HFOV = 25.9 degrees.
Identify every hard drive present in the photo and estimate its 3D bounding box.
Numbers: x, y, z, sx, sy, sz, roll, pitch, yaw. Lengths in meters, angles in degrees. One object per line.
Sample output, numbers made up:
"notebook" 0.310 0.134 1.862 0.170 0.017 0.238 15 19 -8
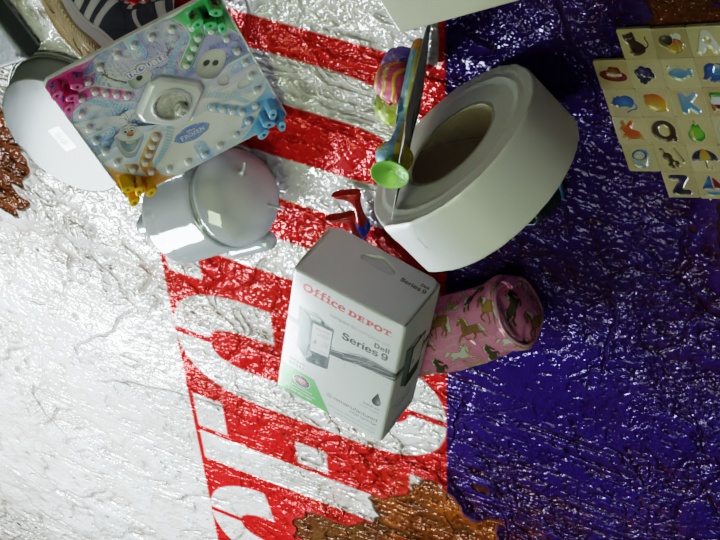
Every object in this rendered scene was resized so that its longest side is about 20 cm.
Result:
"hard drive" -0.476 -0.315 1.806 0.139 0.033 0.200 -8 127 41

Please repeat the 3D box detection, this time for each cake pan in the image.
"cake pan" -0.346 -0.170 1.873 0.200 0.037 0.201 20 142 16

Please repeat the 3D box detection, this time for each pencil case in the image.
"pencil case" 0.115 0.063 1.763 0.086 0.083 0.200 38 145 -28

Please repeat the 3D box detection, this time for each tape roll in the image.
"tape roll" 0.107 -0.097 1.480 0.071 0.203 0.202 43 143 -24

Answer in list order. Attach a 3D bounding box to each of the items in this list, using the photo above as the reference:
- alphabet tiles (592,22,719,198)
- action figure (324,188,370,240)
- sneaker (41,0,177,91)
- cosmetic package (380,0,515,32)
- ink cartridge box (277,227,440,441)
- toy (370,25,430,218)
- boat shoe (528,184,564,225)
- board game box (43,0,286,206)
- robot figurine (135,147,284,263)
"alphabet tiles" 0.308 -0.144 1.447 0.166 0.006 0.200 3 135 35
"action figure" 0.000 0.000 1.793 0.051 0.066 0.201 -9 130 14
"sneaker" -0.264 -0.276 1.678 0.200 0.108 0.070 49 156 31
"cosmetic package" 0.112 -0.281 1.354 0.199 0.104 0.073 -10 126 42
"ink cartridge box" -0.006 0.071 1.738 0.146 0.084 0.200 27 138 16
"toy" 0.034 -0.161 1.462 0.047 0.201 0.115 8 141 1
"boat shoe" 0.107 -0.084 1.609 0.199 0.069 0.084 1 133 36
"board game box" -0.197 -0.172 1.632 0.199 0.026 0.200 -27 140 3
"robot figurine" -0.171 -0.074 1.790 0.169 0.113 0.200 39 145 -29
